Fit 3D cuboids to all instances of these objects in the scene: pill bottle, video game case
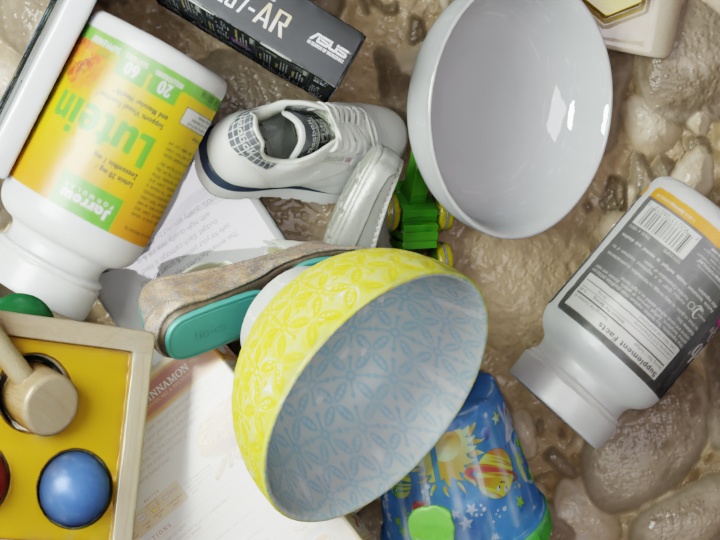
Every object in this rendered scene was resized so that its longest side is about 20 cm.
[{"bbox_3d":[0.216,0.035,1.243,0.116,0.116,0.200,40,91,-5],"label":"pill bottle"},{"bbox_3d":[-0.187,-0.072,1.127,0.110,0.111,0.202,28,91,-5],"label":"pill bottle"},{"bbox_3d":[-0.229,-0.169,1.169,0.023,0.182,0.202,27,92,-17],"label":"video game case"}]

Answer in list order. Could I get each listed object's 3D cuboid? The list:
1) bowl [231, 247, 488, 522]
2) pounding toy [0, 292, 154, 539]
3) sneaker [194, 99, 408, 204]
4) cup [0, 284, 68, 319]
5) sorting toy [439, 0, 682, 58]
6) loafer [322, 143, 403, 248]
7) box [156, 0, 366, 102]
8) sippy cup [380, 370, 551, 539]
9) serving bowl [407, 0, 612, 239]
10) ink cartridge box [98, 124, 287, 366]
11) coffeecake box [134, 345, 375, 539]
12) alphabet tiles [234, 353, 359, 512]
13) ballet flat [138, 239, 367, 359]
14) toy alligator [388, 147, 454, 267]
[{"bbox_3d":[-0.019,0.059,1.071,0.107,0.200,0.201,38,90,35],"label":"bowl"},{"bbox_3d":[-0.233,0.086,1.023,0.182,0.142,0.203,9,82,-29],"label":"pounding toy"},{"bbox_3d":[-0.029,-0.097,1.198,0.199,0.080,0.077,-13,79,-42],"label":"sneaker"},{"bbox_3d":[-0.316,0.093,1.189,0.142,0.200,0.203,-11,95,25],"label":"cup"},{"bbox_3d":[0.174,-0.279,1.261,0.197,0.036,0.188,10,92,-5],"label":"sorting toy"},{"bbox_3d":[0.000,0.000,1.209,0.069,0.070,0.202,18,116,-3],"label":"loafer"},{"bbox_3d":[-0.079,-0.187,1.168,0.159,0.200,0.044,31,91,-4],"label":"box"},{"bbox_3d":[0.069,0.150,1.197,0.138,0.178,0.132,-21,112,-18],"label":"sippy cup"},{"bbox_3d":[0.107,-0.128,1.224,0.198,0.065,0.203,-8,103,-38],"label":"serving bowl"},{"bbox_3d":[-0.152,-0.037,1.229,0.146,0.086,0.201,-34,97,-1],"label":"ink cartridge box"},{"bbox_3d":[-0.109,0.169,1.147,0.153,0.073,0.201,-39,81,1],"label":"coffeecake box"},{"bbox_3d":[-0.091,0.169,1.280,0.193,0.015,0.203,5,93,-4],"label":"alphabet tiles"},{"bbox_3d":[-0.069,0.009,1.133,0.198,0.067,0.069,-11,126,-31],"label":"ballet flat"},{"bbox_3d":[0.038,-0.001,1.262,0.059,0.054,0.203,-3,102,-18],"label":"toy alligator"}]
